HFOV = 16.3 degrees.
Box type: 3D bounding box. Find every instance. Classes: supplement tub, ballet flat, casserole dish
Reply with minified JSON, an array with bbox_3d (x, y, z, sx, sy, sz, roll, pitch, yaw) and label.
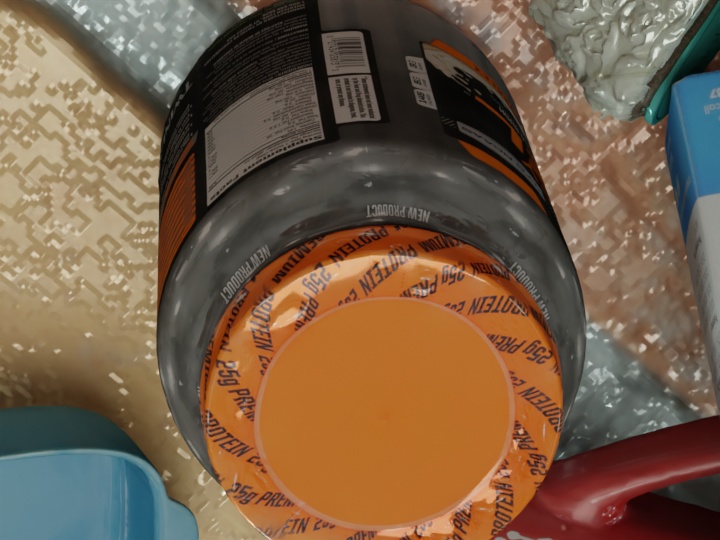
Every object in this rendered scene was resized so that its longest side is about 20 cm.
[{"bbox_3d":[0.000,0.000,0.747,0.122,0.200,0.123,-2,114,-4],"label":"supplement tub"},{"bbox_3d":[0.124,-0.135,0.776,0.072,0.072,0.200,36,104,-17],"label":"ballet flat"},{"bbox_3d":[-0.155,0.096,0.837,0.199,0.039,0.121,-9,135,-15],"label":"casserole dish"}]

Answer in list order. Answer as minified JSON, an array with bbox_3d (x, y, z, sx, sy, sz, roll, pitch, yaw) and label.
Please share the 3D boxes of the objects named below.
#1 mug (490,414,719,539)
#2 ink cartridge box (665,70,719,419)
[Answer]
[{"bbox_3d":[0.114,0.119,0.860,0.200,0.133,0.178,19,88,-7],"label":"mug"},{"bbox_3d":[0.168,0.034,0.769,0.116,0.067,0.201,-9,75,0],"label":"ink cartridge box"}]
